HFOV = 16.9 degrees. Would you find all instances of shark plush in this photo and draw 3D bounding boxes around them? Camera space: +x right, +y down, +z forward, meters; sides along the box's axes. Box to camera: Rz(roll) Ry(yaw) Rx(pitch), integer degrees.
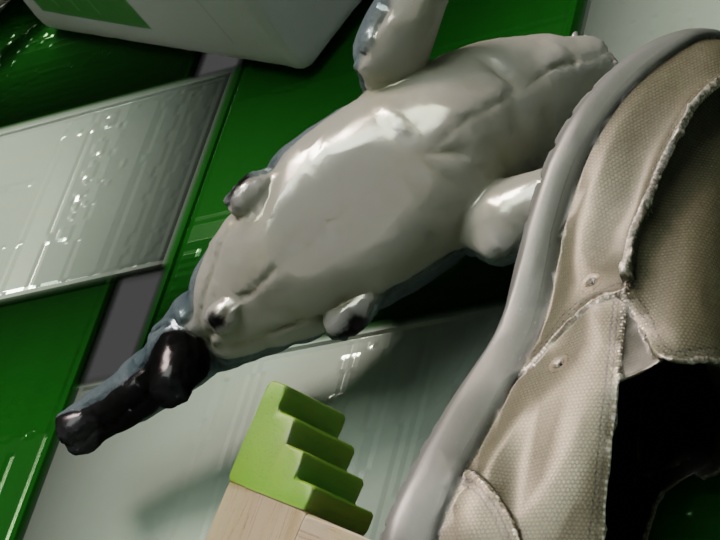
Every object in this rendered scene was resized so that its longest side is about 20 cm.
[{"bbox_3d":[0.000,0.000,0.726,0.091,0.083,0.200,43,92,10],"label":"shark plush"}]

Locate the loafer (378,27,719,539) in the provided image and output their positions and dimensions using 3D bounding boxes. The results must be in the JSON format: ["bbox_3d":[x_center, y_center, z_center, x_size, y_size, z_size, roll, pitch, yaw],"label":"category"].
[{"bbox_3d":[0.075,0.024,0.635,0.069,0.075,0.201,10,61,31],"label":"loafer"}]

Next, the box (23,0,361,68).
[{"bbox_3d":[-0.067,-0.215,0.890,0.171,0.199,0.200,13,60,46],"label":"box"}]

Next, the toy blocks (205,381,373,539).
[{"bbox_3d":[0.005,0.140,0.523,0.136,0.100,0.201,17,81,40],"label":"toy blocks"}]

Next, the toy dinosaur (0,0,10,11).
[{"bbox_3d":[-0.168,-0.154,1.022,0.200,0.102,0.136,-35,48,-29],"label":"toy dinosaur"}]
